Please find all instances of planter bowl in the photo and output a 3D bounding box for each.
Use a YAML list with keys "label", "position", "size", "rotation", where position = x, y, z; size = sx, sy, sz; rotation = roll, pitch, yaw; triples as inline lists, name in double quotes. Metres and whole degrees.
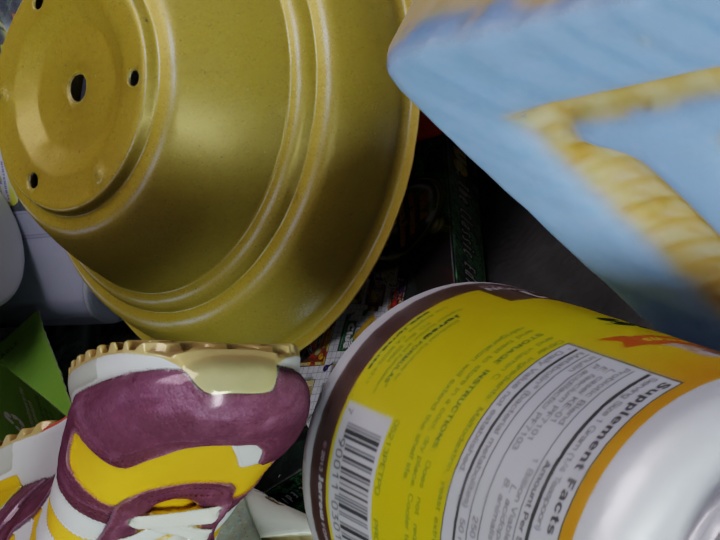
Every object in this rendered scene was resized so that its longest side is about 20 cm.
- label: "planter bowl"
  position: [-0.076, -0.063, 0.929]
  size: [0.200, 0.083, 0.201]
  rotation: [-4, 84, 45]

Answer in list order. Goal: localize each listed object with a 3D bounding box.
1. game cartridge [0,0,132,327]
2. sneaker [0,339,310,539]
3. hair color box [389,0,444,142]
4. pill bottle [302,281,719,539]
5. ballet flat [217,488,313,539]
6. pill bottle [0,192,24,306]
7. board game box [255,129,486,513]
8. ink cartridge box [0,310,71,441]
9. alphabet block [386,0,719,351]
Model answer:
- label: "game cartridge"
  position: [-0.146, -0.075, 1.096]
  size: [0.041, 0.201, 0.133]
  rotation: [-14, 6, -41]
- label: "sneaker"
  position: [-0.067, 0.082, 0.774]
  size: [0.200, 0.075, 0.090]
  rotation: [140, 129, -60]
- label: "hair color box"
  position: [0.021, -0.103, 0.964]
  size: [0.200, 0.061, 0.102]
  rotation: [-15, 44, 45]
- label: "pill bottle"
  position: [0.074, 0.071, 0.683]
  size: [0.109, 0.109, 0.200]
  rotation: [-55, 30, -9]
- label: "ballet flat"
  position: [-0.023, 0.117, 0.829]
  size: [0.062, 0.068, 0.200]
  rotation: [-21, 34, -7]
- label: "pill bottle"
  position: [-0.242, 0.025, 1.100]
  size: [0.200, 0.112, 0.112]
  rotation: [-32, 34, 31]
- label: "board game box"
  position: [0.000, 0.000, 0.953]
  size: [0.105, 0.023, 0.200]
  rotation: [-35, 32, 26]
- label: "ink cartridge box"
  position: [-0.182, 0.093, 0.989]
  size: [0.148, 0.076, 0.200]
  rotation: [-42, 34, 7]
- label: "alphabet block"
  position: [0.159, -0.091, 0.674]
  size: [0.196, 0.195, 0.200]
  rotation: [-6, 52, 48]
